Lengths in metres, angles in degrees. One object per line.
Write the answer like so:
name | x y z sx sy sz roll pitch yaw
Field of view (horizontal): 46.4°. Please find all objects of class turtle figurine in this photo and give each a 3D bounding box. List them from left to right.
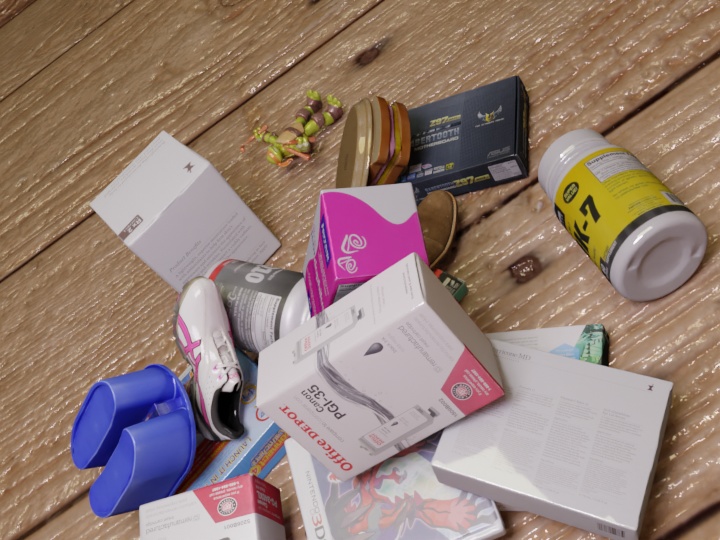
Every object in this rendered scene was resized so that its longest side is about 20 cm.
turtle figurine | -0.100 -0.223 1.383 0.161 0.065 0.199 -48 34 -19

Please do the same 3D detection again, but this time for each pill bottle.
pill bottle | -0.103 0.056 1.078 0.198 0.114 0.115 11 61 27
pill bottle | 0.288 -0.070 0.952 0.114 0.115 0.201 -33 43 6

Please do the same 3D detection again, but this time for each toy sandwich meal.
toy sandwich meal | 0.014 -0.154 1.192 0.069 0.206 0.207 6 48 -11

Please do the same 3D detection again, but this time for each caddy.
caddy | -0.264 0.203 1.006 0.201 0.104 0.142 -53 57 36

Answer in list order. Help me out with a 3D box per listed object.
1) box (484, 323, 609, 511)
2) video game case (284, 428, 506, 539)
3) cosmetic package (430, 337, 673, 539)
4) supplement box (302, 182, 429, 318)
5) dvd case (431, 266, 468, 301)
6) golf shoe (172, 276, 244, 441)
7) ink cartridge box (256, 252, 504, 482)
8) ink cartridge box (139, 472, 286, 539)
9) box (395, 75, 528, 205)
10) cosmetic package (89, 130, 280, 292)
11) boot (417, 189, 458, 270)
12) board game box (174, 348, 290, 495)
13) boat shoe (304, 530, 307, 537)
box | 0.188 0.155 0.894 0.143 0.036 0.202 -9 53 29
video game case | 0.029 0.224 0.880 0.198 0.023 0.184 -24 55 7
cosmetic package | 0.187 0.159 0.818 0.198 0.052 0.152 13 61 26
supplement box | 0.000 0.000 0.911 0.102 0.200 0.102 -5 66 -13
dvd case | 0.029 0.037 1.112 0.146 0.022 0.199 -50 45 -10
golf shoe | -0.173 0.107 1.017 0.091 0.203 0.072 7 17 38
ink cartridge box | 0.017 0.101 0.821 0.199 0.147 0.083 -33 31 18
ink cartridge box | -0.153 0.342 0.903 0.143 0.084 0.202 -18 58 10
box | 0.139 -0.181 1.193 0.198 0.051 0.159 -12 49 27
cosmetic package | -0.263 -0.068 1.269 0.165 0.200 0.165 -46 43 -9
boot | 0.063 -0.034 1.078 0.073 0.076 0.201 11 62 41
board game box | -0.190 0.208 1.097 0.200 0.056 0.195 -47 44 -8
boat shoe | -0.015 0.212 0.960 0.069 0.071 0.202 -1 55 28
